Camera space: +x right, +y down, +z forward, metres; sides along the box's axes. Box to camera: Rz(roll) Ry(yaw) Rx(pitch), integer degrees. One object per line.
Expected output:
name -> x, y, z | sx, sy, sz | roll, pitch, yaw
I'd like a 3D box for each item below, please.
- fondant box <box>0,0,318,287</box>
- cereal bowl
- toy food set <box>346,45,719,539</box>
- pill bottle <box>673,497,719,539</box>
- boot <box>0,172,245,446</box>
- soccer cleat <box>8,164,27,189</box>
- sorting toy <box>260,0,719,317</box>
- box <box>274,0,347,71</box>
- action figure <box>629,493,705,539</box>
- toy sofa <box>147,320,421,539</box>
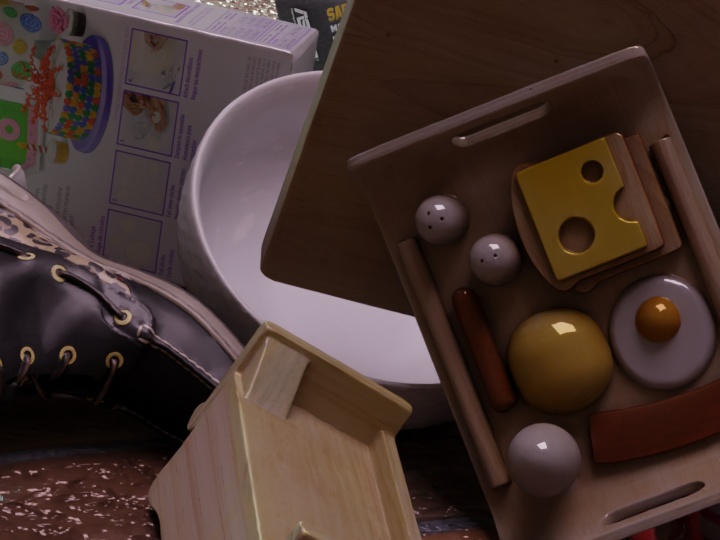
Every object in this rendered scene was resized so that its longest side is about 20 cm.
fondant box -> -0.133, -0.078, 1.361 | 0.200, 0.144, 0.058 | 13, 23, 8
cereal bowl -> 0.000, 0.000, 1.264 | 0.200, 0.083, 0.200 | 11, 50, -13
toy food set -> 0.094, 0.018, 1.114 | 0.143, 0.200, 0.060 | -22, -4, 9
pill bottle -> 0.218, 0.029, 1.174 | 0.113, 0.200, 0.113 | 9, 22, -4
boot -> -0.150, 0.046, 1.136 | 0.200, 0.073, 0.151 | 38, 39, 6
soccer cleat -> -0.264, -0.037, 1.294 | 0.200, 0.078, 0.069 | 10, 22, 0
sorting toy -> 0.076, -0.071, 1.179 | 0.200, 0.199, 0.070 | 14, 29, -11
box -> 0.056, -0.149, 1.465 | 0.158, 0.048, 0.200 | -16, -3, 16
action figure -> 0.212, 0.148, 1.090 | 0.200, 0.052, 0.065 | 26, 22, 31
toy sofa -> -0.025, 0.114, 1.046 | 0.083, 0.098, 0.200 | 30, 16, -18
